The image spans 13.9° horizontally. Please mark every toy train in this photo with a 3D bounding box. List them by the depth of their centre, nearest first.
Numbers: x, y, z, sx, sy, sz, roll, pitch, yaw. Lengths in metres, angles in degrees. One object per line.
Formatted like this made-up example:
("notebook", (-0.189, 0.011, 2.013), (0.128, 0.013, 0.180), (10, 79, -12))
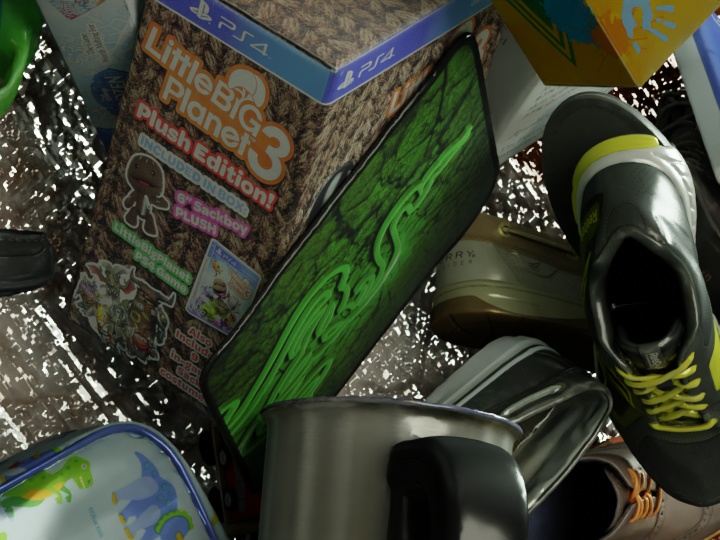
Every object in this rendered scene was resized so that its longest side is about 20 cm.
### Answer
("toy train", (-0.052, 0.099, 1.396), (0.034, 0.046, 0.201), (-4, 84, -32))

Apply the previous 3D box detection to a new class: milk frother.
("milk frother", (0.058, 0.162, 1.282), (0.200, 0.180, 0.189), (14, 75, -38))

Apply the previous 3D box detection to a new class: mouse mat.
("mouse mat", (0.000, 0.000, 1.325), (0.008, 0.161, 0.200), (33, 75, 19))

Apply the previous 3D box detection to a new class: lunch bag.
("lunch bag", (-0.118, 0.177, 1.317), (0.160, 0.082, 0.201), (-30, 97, -26))

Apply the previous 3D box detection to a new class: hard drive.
("hard drive", (0.218, -0.058, 1.525), (0.132, 0.025, 0.200), (41, 18, -20))

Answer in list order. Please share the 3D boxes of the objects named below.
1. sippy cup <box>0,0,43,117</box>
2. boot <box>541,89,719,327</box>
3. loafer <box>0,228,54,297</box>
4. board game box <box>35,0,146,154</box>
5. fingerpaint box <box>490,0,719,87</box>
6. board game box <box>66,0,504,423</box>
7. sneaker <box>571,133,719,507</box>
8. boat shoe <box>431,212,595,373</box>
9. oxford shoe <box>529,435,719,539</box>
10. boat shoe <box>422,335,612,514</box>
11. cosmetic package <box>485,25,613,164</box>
("sippy cup", (-0.220, -0.143, 1.288), (0.130, 0.178, 0.140), (-10, 122, -22))
("boot", (0.161, -0.044, 1.505), (0.200, 0.069, 0.174), (49, 24, -22))
("loafer", (-0.227, -0.025, 1.293), (0.200, 0.068, 0.071), (8, 87, -27))
("board game box", (-0.109, -0.181, 1.309), (0.043, 0.199, 0.201), (-2, 67, 6))
("fingerpaint box", (0.116, -0.200, 1.209), (0.200, 0.073, 0.167), (-45, 115, -22))
("board game box", (-0.029, -0.060, 1.319), (0.097, 0.200, 0.159), (33, 39, 19))
("sneaker", (0.138, 0.038, 1.403), (0.085, 0.074, 0.201), (-76, 150, -59))
("boat shoe", (0.122, 0.011, 1.503), (0.200, 0.074, 0.067), (13, 68, -38))
("oxford shoe", (0.128, 0.121, 1.489), (0.199, 0.073, 0.072), (-7, 87, -33))
("boat shoe", (0.040, 0.106, 1.381), (0.200, 0.071, 0.072), (-48, 128, -21))
("cosmetic package", (0.087, -0.184, 1.413), (0.167, 0.200, 0.166), (-33, 78, -32))
